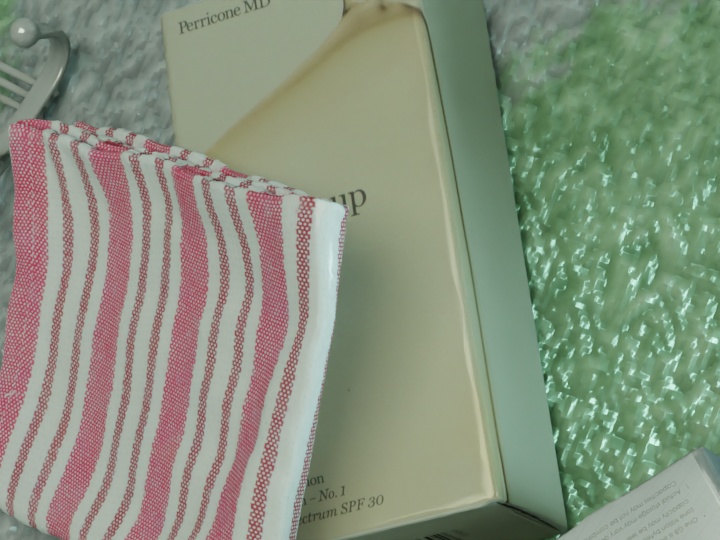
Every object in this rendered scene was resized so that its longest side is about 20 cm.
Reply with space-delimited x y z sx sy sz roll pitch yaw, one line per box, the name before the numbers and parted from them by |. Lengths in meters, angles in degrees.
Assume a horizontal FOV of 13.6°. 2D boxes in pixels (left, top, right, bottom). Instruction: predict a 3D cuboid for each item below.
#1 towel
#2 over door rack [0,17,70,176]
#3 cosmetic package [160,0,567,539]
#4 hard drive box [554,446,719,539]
towel | -0.074 0.032 1.018 0.200 0.030 0.147 18 103 55
over door rack | -0.215 -0.030 1.142 0.147 0.067 0.201 26 88 28
cosmetic package | 0.000 0.000 1.036 0.103 0.073 0.201 -16 71 20
hard drive box | 0.101 0.184 0.939 0.155 0.077 0.201 -34 65 13
